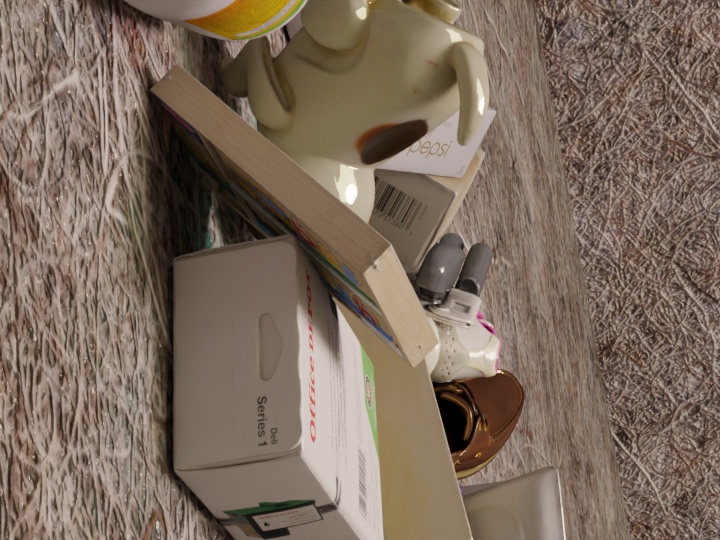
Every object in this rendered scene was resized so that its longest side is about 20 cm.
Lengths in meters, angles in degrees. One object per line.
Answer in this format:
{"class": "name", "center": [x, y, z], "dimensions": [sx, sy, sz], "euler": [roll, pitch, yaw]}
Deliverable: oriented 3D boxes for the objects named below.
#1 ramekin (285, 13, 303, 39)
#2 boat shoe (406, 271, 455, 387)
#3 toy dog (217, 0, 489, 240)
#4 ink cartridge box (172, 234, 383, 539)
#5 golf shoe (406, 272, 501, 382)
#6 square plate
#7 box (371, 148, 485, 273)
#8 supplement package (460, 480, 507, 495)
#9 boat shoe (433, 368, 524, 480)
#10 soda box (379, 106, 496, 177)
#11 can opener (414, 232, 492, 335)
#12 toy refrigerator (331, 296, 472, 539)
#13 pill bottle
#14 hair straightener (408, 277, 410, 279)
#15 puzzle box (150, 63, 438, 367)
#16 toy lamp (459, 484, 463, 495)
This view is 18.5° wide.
{"class": "ramekin", "center": [-0.007, -0.249, 1.791], "dimensions": [0.200, 0.097, 0.203], "euler": [-9, 90, -78]}
{"class": "boat shoe", "center": [0.074, 0.091, 1.995], "dimensions": [0.071, 0.071, 0.202], "euler": [-57, 140, -79]}
{"class": "toy dog", "center": [-0.007, -0.100, 1.493], "dimensions": [0.201, 0.194, 0.139], "euler": [-58, 155, 16]}
{"class": "ink cartridge box", "center": [-0.049, 0.089, 1.373], "dimensions": [0.200, 0.084, 0.147], "euler": [60, 24, -59]}
{"class": "golf shoe", "center": [0.058, 0.050, 1.817], "dimensions": [0.200, 0.091, 0.076], "euler": [-118, -144, -71]}
{"class": "square plate", "center": [0.076, 0.264, 1.656], "dimensions": [0.028, 0.197, 0.202], "euler": [17, 61, -44]}
{"class": "box", "center": [0.038, -0.070, 1.834], "dimensions": [0.078, 0.094, 0.200], "euler": [-62, 178, 15]}
{"class": "supplement package", "center": [0.114, 0.300, 1.915], "dimensions": [0.120, 0.120, 0.201], "euler": [-77, 155, -59]}
{"class": "boat shoe", "center": [0.073, 0.125, 1.754], "dimensions": [0.199, 0.068, 0.072], "euler": [-26, 74, -46]}
{"class": "soda box", "center": [0.019, -0.119, 1.689], "dimensions": [0.199, 0.068, 0.064], "euler": [1, 121, -57]}
{"class": "can opener", "center": [0.077, 0.003, 1.754], "dimensions": [0.200, 0.052, 0.067], "euler": [-54, 165, -76]}
{"class": "toy refrigerator", "center": [0.022, 0.119, 1.635], "dimensions": [0.076, 0.069, 0.202], "euler": [107, -30, -74]}
{"class": "pill bottle", "center": [-0.095, -0.199, 1.295], "dimensions": [0.200, 0.110, 0.112], "euler": [-1, 82, -78]}
{"class": "hair straightener", "center": [0.000, 0.000, 1.691], "dimensions": [0.200, 0.076, 0.041], "euler": [33, 54, -75]}
{"class": "puzzle box", "center": [-0.039, -0.033, 1.355], "dimensions": [0.200, 0.025, 0.133], "euler": [41, -11, 30]}
{"class": "toy lamp", "center": [0.083, 0.215, 1.810], "dimensions": [0.200, 0.058, 0.059], "euler": [41, -29, 56]}
